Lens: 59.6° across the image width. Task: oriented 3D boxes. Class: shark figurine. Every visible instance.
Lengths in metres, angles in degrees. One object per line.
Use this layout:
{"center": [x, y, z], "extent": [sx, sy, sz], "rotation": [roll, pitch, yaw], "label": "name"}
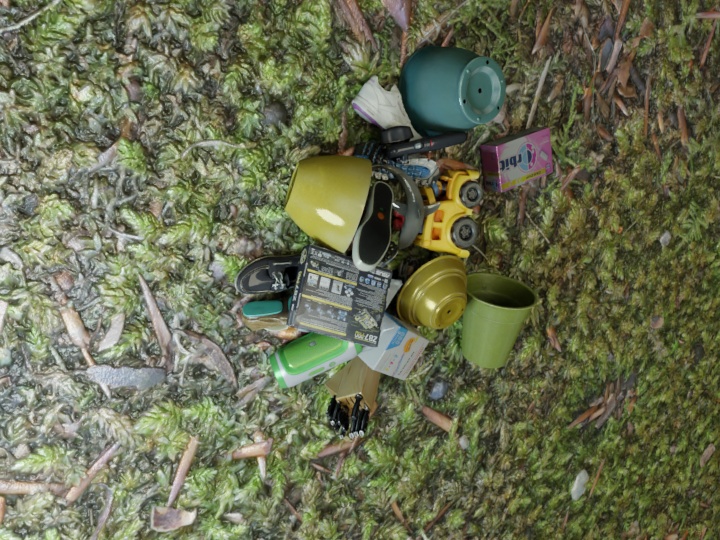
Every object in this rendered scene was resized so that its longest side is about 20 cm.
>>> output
{"center": [0.102, -0.154, 1.350], "extent": [0.125, 0.090, 0.218], "rotation": [-24, 114, 6], "label": "shark figurine"}

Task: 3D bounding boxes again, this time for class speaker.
{"center": [-0.097, 0.181, 1.371], "extent": [0.195, 0.089, 0.090], "rotation": [-24, 114, -8], "label": "speaker"}

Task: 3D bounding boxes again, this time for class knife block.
{"center": [0.002, 0.281, 1.424], "extent": [0.199, 0.174, 0.065], "rotation": [-39, 119, -17], "label": "knife block"}

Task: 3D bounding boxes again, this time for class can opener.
{"center": [0.138, -0.272, 1.340], "extent": [0.194, 0.063, 0.081], "rotation": [-9, 106, -13], "label": "can opener"}

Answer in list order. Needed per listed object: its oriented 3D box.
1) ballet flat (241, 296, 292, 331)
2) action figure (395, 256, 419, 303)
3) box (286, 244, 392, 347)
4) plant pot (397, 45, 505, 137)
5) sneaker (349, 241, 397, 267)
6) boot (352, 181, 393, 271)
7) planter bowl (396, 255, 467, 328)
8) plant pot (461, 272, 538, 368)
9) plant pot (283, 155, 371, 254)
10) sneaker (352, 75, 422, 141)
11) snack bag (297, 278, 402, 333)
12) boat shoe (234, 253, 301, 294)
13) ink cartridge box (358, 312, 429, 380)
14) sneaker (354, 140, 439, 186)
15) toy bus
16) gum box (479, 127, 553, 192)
{"center": [-0.151, 0.095, 1.323], "extent": [0.194, 0.069, 0.074], "rotation": [-9, 136, 0], "label": "ballet flat"}
{"center": [0.146, 0.036, 1.520], "extent": [0.195, 0.069, 0.134], "rotation": [1, 108, -27], "label": "action figure"}
{"center": [-0.039, 0.054, 1.274], "extent": [0.195, 0.049, 0.166], "rotation": [16, 78, -25], "label": "box"}
{"center": [0.211, -0.392, 1.382], "extent": [0.195, 0.187, 0.207], "rotation": [-8, 107, -28], "label": "plant pot"}
{"center": [0.000, 0.000, 1.416], "extent": [0.198, 0.072, 0.073], "rotation": [-35, 153, -6], "label": "sneaker"}
{"center": [0.002, -0.067, 1.296], "extent": [0.071, 0.144, 0.204], "rotation": [26, 55, -19], "label": "boot"}
{"center": [0.186, 0.072, 1.459], "extent": [0.196, 0.084, 0.204], "rotation": [-21, 137, -20], "label": "planter bowl"}
{"center": [0.332, 0.136, 1.599], "extent": [0.195, 0.200, 0.195], "rotation": [-5, 116, -29], "label": "plant pot"}
{"center": [-0.076, -0.151, 1.281], "extent": [0.138, 0.200, 0.206], "rotation": [17, 93, -13], "label": "plant pot"}
{"center": [0.077, -0.343, 1.374], "extent": [0.198, 0.075, 0.101], "rotation": [31, 92, -33], "label": "sneaker"}
{"center": [-0.027, 0.075, 1.387], "extent": [0.184, 0.022, 0.202], "rotation": [13, 125, -26], "label": "snack bag"}
{"center": [-0.167, 0.007, 1.321], "extent": [0.195, 0.062, 0.075], "rotation": [-15, 110, -27], "label": "boat shoe"}
{"center": [0.087, 0.182, 1.468], "extent": [0.117, 0.067, 0.199], "rotation": [-56, 145, 3], "label": "ink cartridge box"}
{"center": [0.077, -0.237, 1.410], "extent": [0.194, 0.087, 0.077], "rotation": [17, 102, -9], "label": "sneaker"}
{"center": [0.174, -0.144, 1.467], "extent": [0.186, 0.136, 0.207], "rotation": [7, 97, -16], "label": "toy bus"}
{"center": [0.402, -0.285, 1.595], "extent": [0.196, 0.066, 0.117], "rotation": [-22, 112, -25], "label": "gum box"}
